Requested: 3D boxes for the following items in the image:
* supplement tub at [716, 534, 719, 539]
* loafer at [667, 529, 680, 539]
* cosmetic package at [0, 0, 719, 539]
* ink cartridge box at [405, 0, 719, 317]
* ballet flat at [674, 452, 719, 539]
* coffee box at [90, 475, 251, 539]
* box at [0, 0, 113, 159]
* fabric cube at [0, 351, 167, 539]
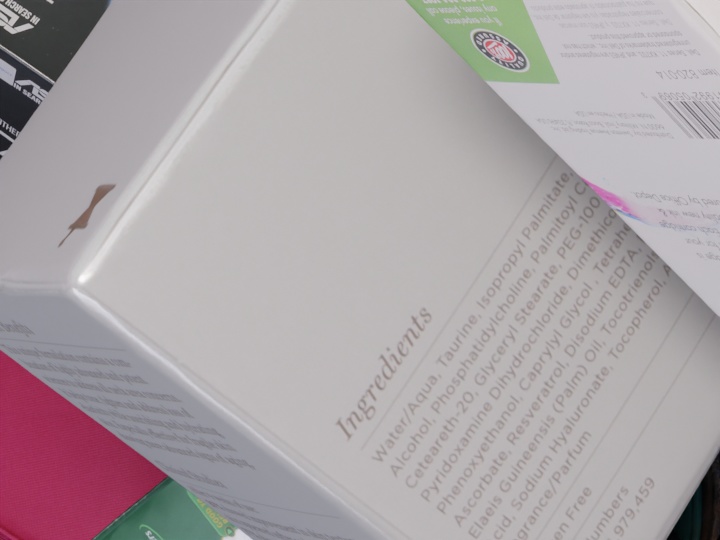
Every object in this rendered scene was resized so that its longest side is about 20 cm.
[{"bbox_3d":[0.182,0.120,0.868,0.122,0.123,0.200,34,165,5],"label":"supplement tub"},{"bbox_3d":[0.106,0.127,0.996,0.201,0.070,0.068,28,-169,14],"label":"loafer"},{"bbox_3d":[0.003,-0.001,0.799,0.200,0.166,0.167,40,165,-20],"label":"cosmetic package"},{"bbox_3d":[0.117,-0.032,0.632,0.200,0.067,0.117,43,164,-25],"label":"ink cartridge box"},{"bbox_3d":[0.127,0.118,1.068,0.068,0.067,0.200,24,128,28],"label":"ballet flat"},{"bbox_3d":[-0.045,0.133,1.024,0.123,0.044,0.200,49,131,2],"label":"coffee box"},{"bbox_3d":[-0.162,-0.086,0.939,0.200,0.044,0.160,35,155,-1],"label":"box"},{"bbox_3d":[-0.096,0.084,1.238,0.196,0.200,0.199,32,165,17],"label":"fabric cube"}]
